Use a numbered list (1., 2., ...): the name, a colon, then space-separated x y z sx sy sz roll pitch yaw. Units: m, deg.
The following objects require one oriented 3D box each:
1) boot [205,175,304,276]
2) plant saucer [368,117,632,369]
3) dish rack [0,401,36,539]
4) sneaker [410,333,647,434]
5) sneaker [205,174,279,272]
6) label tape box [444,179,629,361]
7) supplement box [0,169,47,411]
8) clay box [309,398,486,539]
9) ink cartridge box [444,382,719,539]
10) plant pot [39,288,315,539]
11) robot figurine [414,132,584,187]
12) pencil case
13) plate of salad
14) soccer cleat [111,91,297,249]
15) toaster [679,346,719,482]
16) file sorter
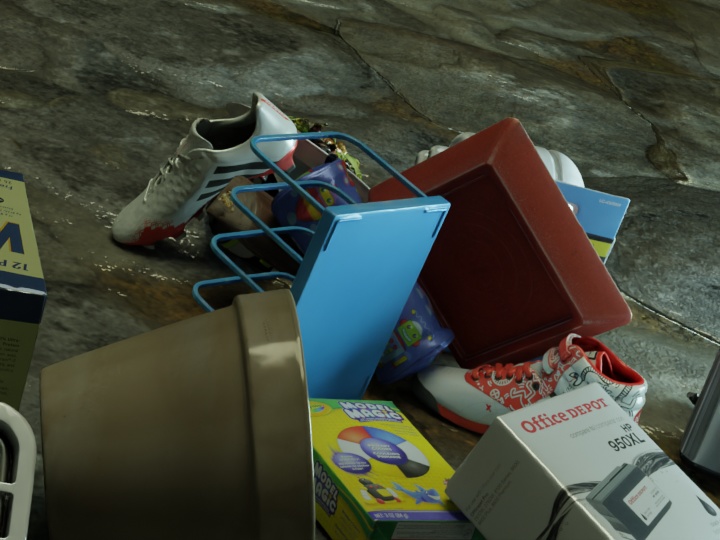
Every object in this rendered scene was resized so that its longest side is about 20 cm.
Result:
1. boot: -0.061 -0.040 1.803 0.199 0.064 0.187 31 15 -29
2. plant saucer: 0.107 -0.008 1.683 0.037 0.199 0.201 -37 99 -43
3. dish rack: -0.298 0.152 1.157 0.198 0.173 0.044 11 -23 -17
4. sneaker: 0.145 0.093 1.660 0.200 0.109 0.067 25 22 19
5. sneaker: -0.101 -0.044 1.904 0.083 0.072 0.200 46 14 -13
6. label tape box: 0.141 -0.013 1.785 0.142 0.201 0.066 13 31 -12
7. supplement box: -0.299 0.051 1.289 0.133 0.201 0.200 10 22 -19
8. clay box: 0.005 0.152 1.489 0.114 0.048 0.200 5 26 -33
9. ink cartridge box: 0.180 0.187 1.419 0.200 0.085 0.144 46 32 23
10. plant pot: -0.125 0.117 1.314 0.172 0.202 0.200 -3 24 -8
11. robot figurine: 0.155 -0.081 2.094 0.198 0.114 0.169 11 -3 -18
12. pencil case: 0.000 0.000 1.696 0.201 0.078 0.087 58 -7 2
13. plate of salad: -0.044 -0.111 1.915 0.199 0.048 0.200 35 -8 6
14. soccer cleat: -0.151 -0.093 1.803 0.085 0.199 0.069 54 13 -41
15. toaster: 0.381 0.130 1.742 0.199 0.120 0.181 23 21 14
16. file sorter: -0.047 0.003 1.587 0.138 0.201 0.123 -7 39 -47
